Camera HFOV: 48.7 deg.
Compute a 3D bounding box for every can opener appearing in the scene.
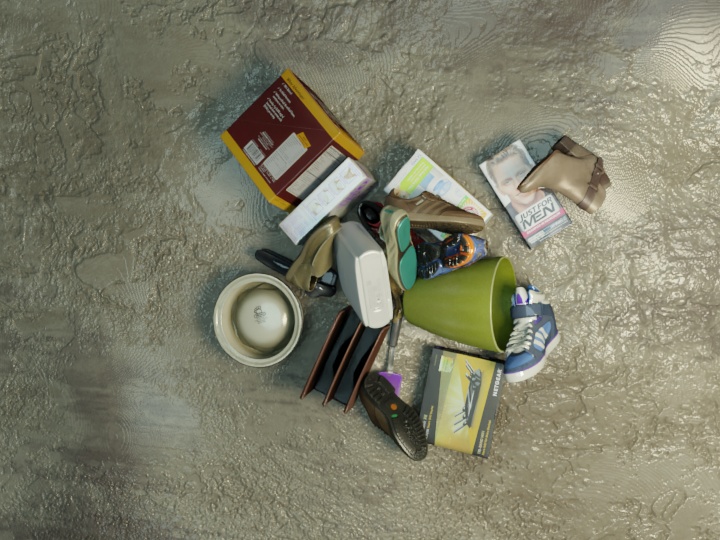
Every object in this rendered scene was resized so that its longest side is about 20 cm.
[{"bbox_3d":[-0.136,0.001,1.705,0.199,0.063,0.079,24,94,20],"label":"can opener"}]

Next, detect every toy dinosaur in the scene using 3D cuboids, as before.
[{"bbox_3d":[0.064,0.004,1.635,0.058,0.101,0.201,-18,115,-11],"label":"toy dinosaur"}]

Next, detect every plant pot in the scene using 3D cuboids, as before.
[{"bbox_3d":[0.192,0.064,1.592,0.198,0.187,0.189,1,92,26],"label":"plant pot"}]

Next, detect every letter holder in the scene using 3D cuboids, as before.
[{"bbox_3d":[-0.033,0.188,1.647,0.100,0.142,0.201,25,96,9],"label":"letter holder"}]

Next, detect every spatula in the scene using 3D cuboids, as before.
[{"bbox_3d":[0.067,0.177,1.687,0.056,0.021,0.202,7,90,-7],"label":"spatula"}]

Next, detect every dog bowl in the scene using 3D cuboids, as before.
[{"bbox_3d":[-0.211,0.104,1.715,0.198,0.074,0.202,0,92,12],"label":"dog bowl"}]

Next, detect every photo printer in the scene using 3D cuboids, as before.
[{"bbox_3d":[0.000,0.000,1.599,0.069,0.200,0.168,-14,117,-11],"label":"photo printer"}]

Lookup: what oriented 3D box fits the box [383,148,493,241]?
[{"bbox_3d":[0.162,-0.137,1.617,0.200,0.101,0.113,43,100,7],"label":"box"}]

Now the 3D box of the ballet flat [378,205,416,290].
[{"bbox_3d":[0.068,-0.045,1.532,0.069,0.070,0.201,3,136,11],"label":"ballet flat"}]

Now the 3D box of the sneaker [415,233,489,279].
[{"bbox_3d":[0.172,-0.025,1.530,0.078,0.200,0.076,-2,86,-30],"label":"sneaker"}]

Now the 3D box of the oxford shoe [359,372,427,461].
[{"bbox_3d":[0.068,0.311,1.649,0.201,0.072,0.085,55,145,16],"label":"oxford shoe"}]

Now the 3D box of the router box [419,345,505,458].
[{"bbox_3d":[0.209,0.270,1.648,0.156,0.052,0.202,11,94,12],"label":"router box"}]

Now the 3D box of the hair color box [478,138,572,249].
[{"bbox_3d":[0.332,-0.152,1.604,0.100,0.061,0.201,-32,85,10],"label":"hair color box"}]

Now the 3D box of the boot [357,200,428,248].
[{"bbox_3d":[0.075,-0.064,1.616,0.200,0.144,0.072,43,97,5],"label":"boot"}]

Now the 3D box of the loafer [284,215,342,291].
[{"bbox_3d":[-0.082,-0.032,1.597,0.067,0.076,0.200,39,134,2],"label":"loafer"}]

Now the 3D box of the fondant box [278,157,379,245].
[{"bbox_3d":[-0.062,-0.138,1.639,0.200,0.144,0.058,-44,83,10],"label":"fondant box"}]

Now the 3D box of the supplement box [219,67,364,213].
[{"bbox_3d":[-0.139,-0.259,1.633,0.200,0.133,0.198,-42,68,10],"label":"supplement box"}]

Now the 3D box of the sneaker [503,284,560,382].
[{"bbox_3d":[0.314,0.111,1.552,0.080,0.200,0.147,-13,106,43],"label":"sneaker"}]

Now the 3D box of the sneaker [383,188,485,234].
[{"bbox_3d":[0.143,-0.119,1.535,0.198,0.071,0.076,6,73,2],"label":"sneaker"}]

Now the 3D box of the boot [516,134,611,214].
[{"bbox_3d":[0.405,-0.168,1.543,0.146,0.070,0.200,48,64,-4],"label":"boot"}]
